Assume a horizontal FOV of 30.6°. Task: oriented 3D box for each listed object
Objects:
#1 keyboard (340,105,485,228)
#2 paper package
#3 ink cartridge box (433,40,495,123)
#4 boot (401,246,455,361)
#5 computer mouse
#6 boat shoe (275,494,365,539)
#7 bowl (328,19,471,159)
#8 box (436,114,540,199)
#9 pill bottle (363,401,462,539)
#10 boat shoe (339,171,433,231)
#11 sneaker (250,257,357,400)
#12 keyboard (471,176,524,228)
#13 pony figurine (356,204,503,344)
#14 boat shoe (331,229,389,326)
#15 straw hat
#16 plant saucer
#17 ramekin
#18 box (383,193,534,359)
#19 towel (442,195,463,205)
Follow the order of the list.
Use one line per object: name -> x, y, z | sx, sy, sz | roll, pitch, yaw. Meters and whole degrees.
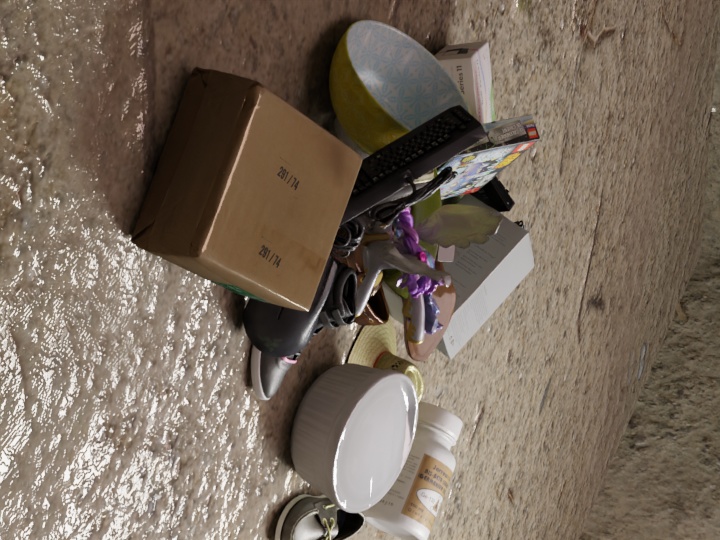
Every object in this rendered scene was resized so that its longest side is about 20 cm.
keyboard -> 0.047, -0.109, 1.442 | 0.199, 0.127, 0.021 | -32, 128, -3
paper package -> -0.114, -0.077, 1.352 | 0.199, 0.103, 0.193 | 28, 80, -54
ink cartridge box -> 0.138, -0.244, 1.823 | 0.200, 0.066, 0.119 | -52, 137, -67
boot -> 0.070, 0.012, 1.824 | 0.070, 0.146, 0.203 | 13, 94, -30
computer mouse -> -0.086, 0.018, 1.507 | 0.053, 0.137, 0.202 | -68, 175, -66
boat shoe -> -0.056, 0.355, 1.847 | 0.201, 0.060, 0.073 | 5, 100, -67
bowl -> 0.030, -0.193, 1.602 | 0.108, 0.201, 0.200 | -43, 174, 33
box -> 0.138, -0.146, 1.783 | 0.135, 0.040, 0.200 | -14, 168, -24
pill bottle -> 0.087, 0.317, 2.079 | 0.202, 0.113, 0.115 | -66, 155, -18
boat shoe -> -0.008, -0.075, 1.532 | 0.072, 0.198, 0.067 | -106, -177, -74
sneaker -> -0.065, 0.070, 1.602 | 0.071, 0.098, 0.202 | 23, 84, -68
keyboard -> 0.203, -0.104, 1.994 | 0.020, 0.128, 0.200 | -33, -174, -4
pony figurine -> 0.059, -0.016, 1.611 | 0.166, 0.191, 0.202 | -37, 139, -44
boat shoe -> 0.000, 0.001, 1.743 | 0.072, 0.067, 0.201 | -58, 152, -32
straw hat -> 0.046, 0.171, 1.931 | 0.201, 0.084, 0.203 | -46, 143, -49
plant saucer -> 0.055, -0.063, 1.748 | 0.200, 0.031, 0.203 | -176, -90, -70
ramekin -> -0.012, 0.220, 1.791 | 0.202, 0.093, 0.205 | -32, 131, -45
box -> 0.145, 0.007, 1.938 | 0.200, 0.124, 0.098 | -46, 149, -15
towel -> 0.111, -0.114, 1.966 | 0.149, 0.036, 0.201 | -63, 156, -23
